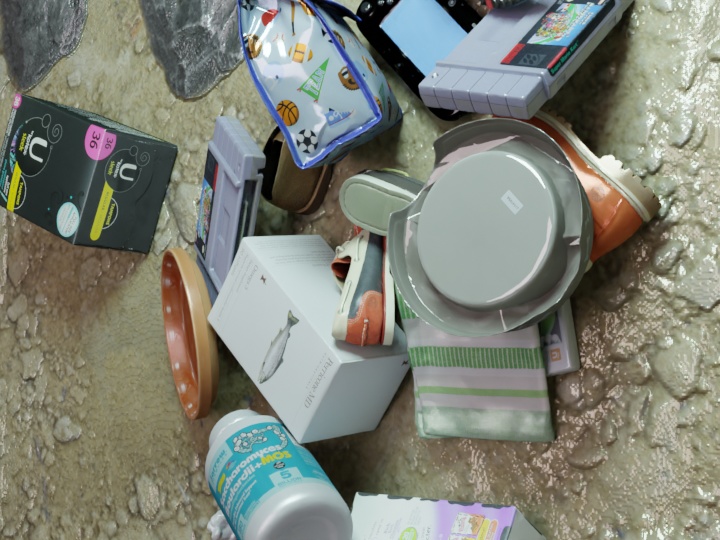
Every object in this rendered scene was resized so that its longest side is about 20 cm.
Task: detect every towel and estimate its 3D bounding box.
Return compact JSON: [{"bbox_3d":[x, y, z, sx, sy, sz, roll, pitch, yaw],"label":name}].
[{"bbox_3d":[0.106,0.070,1.258,0.151,0.023,0.202,-2,103,33],"label":"towel"}]

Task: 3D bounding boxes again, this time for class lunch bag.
[{"bbox_3d":[-0.049,-0.220,1.336,0.123,0.170,0.201,-31,90,11],"label":"lunch bag"}]

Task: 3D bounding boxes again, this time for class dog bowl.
[{"bbox_3d":[0.122,-0.035,1.174,0.198,0.058,0.202,-7,77,32],"label":"dog bowl"}]

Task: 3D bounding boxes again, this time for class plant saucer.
[{"bbox_3d":[-0.199,0.073,1.506,0.200,0.032,0.202,171,90,-72],"label":"plant saucer"}]

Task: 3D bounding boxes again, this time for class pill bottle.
[{"bbox_3d":[-0.093,0.223,1.318,0.112,0.110,0.200,-65,33,13],"label":"pill bottle"}]

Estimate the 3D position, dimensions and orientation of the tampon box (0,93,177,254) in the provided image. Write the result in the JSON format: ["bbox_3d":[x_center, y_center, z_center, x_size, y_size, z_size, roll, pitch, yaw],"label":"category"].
[{"bbox_3d":[-0.360,-0.125,1.660,0.199,0.126,0.151,23,99,39],"label":"tampon box"}]

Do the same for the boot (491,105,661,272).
[{"bbox_3d":[0.177,-0.085,1.219,0.107,0.075,0.200,-47,58,3],"label":"boot"}]

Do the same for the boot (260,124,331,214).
[{"bbox_3d":[-0.060,-0.165,1.449,0.073,0.075,0.202,21,97,41],"label":"boot"}]

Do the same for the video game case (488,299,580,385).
[{"bbox_3d":[0.126,0.018,1.301,0.181,0.023,0.202,-17,73,37],"label":"video game case"}]

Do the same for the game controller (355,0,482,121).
[{"bbox_3d":[0.074,-0.250,1.368,0.105,0.042,0.200,-52,56,22],"label":"game controller"}]

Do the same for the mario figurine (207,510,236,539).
[{"bbox_3d":[-0.099,0.295,1.396,0.123,0.105,0.202,137,130,-56],"label":"mario figurine"}]

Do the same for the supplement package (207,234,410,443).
[{"bbox_3d":[-0.054,0.069,1.374,0.200,0.117,0.118,48,124,33],"label":"supplement package"}]

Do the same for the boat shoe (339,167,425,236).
[{"bbox_3d":[0.076,-0.048,1.290,0.200,0.060,0.072,30,123,19],"label":"boat shoe"}]

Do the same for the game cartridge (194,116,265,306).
[{"bbox_3d":[-0.154,-0.061,1.473,0.130,0.038,0.202,47,132,54],"label":"game cartridge"}]

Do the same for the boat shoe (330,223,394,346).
[{"bbox_3d":[0.000,0.000,1.333,0.201,0.062,0.072,-92,5,-47],"label":"boat shoe"}]

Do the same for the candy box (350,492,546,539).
[{"bbox_3d":[0.060,0.311,1.242,0.199,0.072,0.169,-2,53,40],"label":"candy box"}]

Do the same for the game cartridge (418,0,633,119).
[{"bbox_3d":[0.160,-0.218,1.217,0.129,0.039,0.200,10,47,43],"label":"game cartridge"}]

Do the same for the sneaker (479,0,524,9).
[{"bbox_3d":[0.136,-0.323,1.273,0.200,0.095,0.080,45,155,54],"label":"sneaker"}]
